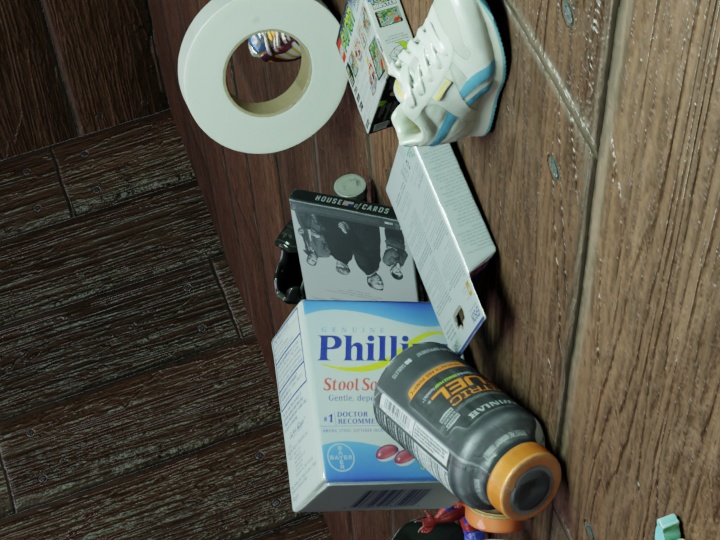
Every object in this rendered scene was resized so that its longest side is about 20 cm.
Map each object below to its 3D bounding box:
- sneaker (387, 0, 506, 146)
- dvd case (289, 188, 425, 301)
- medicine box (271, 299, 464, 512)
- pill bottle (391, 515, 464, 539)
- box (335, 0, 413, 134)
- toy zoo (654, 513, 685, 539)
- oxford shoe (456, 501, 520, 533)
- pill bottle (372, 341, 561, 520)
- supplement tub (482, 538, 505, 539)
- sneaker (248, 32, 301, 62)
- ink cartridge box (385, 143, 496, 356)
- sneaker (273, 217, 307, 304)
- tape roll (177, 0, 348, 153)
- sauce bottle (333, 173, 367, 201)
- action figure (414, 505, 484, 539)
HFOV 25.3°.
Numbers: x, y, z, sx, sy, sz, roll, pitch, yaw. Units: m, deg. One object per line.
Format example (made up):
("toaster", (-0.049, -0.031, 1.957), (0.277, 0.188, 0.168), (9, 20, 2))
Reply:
("sneaker", (0.067, -0.164, 1.295), (0.201, 0.080, 0.077), (91, 161, -59))
("dvd case", (0.000, 0.000, 1.843), (0.201, 0.149, 0.025), (82, -152, -44))
("medicine box", (0.016, 0.142, 1.676), (0.103, 0.180, 0.202), (129, 138, -57))
("pill bottle", (0.097, 0.421, 2.081), (0.201, 0.111, 0.112), (83, 166, -44))
("box", (0.015, -0.223, 1.625), (0.200, 0.034, 0.111), (116, 136, -76))
("toy zoo", (0.255, 0.280, 1.187), (0.131, 0.020, 0.202), (157, 95, -81))
("oxford shoe", (0.129, 0.221, 1.727), (0.200, 0.070, 0.074), (-153, 66, -71))
("pill bottle", (0.105, 0.157, 1.524), (0.200, 0.105, 0.107), (38, 147, 48))
("supplement tub", (0.149, 0.399, 1.712), (0.123, 0.121, 0.202), (-124, 18, -58))
("sneaker", (-0.089, -0.288, 1.941), (0.200, 0.089, 0.076), (151, 101, -81))
("ink cartridge box", (0.085, -0.028, 1.561), (0.197, 0.043, 0.202), (109, 139, -74))
("sneaker", (-0.061, 0.017, 1.957), (0.069, 0.099, 0.202), (22, 142, 40))
("tape roll", (-0.110, -0.233, 1.837), (0.037, 0.201, 0.205), (-122, 17, -56))
("sauce bottle", (-0.003, -0.033, 1.990), (0.201, 0.065, 0.066), (86, 164, -47))
("action figure", (0.111, 0.324, 1.888), (0.065, 0.098, 0.202), (-136, 32, -68))
